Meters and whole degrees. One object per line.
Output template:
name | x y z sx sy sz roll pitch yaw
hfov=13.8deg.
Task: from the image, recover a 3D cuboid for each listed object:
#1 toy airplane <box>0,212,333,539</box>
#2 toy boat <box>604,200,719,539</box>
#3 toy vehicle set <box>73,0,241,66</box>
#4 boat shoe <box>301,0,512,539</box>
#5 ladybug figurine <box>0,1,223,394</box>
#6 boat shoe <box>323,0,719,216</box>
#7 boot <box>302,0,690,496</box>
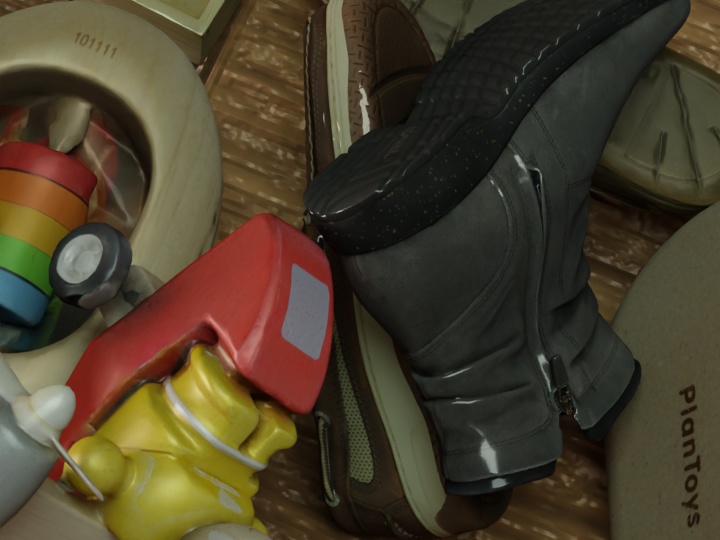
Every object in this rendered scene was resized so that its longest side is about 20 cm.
toy airplane | -0.082 0.097 0.983 0.200 0.200 0.141 -21 33 -35
toy boat | 0.170 0.070 1.087 0.131 0.130 0.200 14 64 -33
toy vehicle set | -0.121 -0.181 1.197 0.200 0.027 0.124 28 68 6
boat shoe | -0.003 0.000 1.091 0.075 0.075 0.203 -13 83 30
ladybug figurine | -0.126 -0.004 1.099 0.136 0.072 0.200 24 67 5
boat shoe | 0.060 -0.079 1.151 0.200 0.066 0.074 35 76 6
boot | 0.068 -0.016 1.070 0.200 0.070 0.132 -40 112 -33
